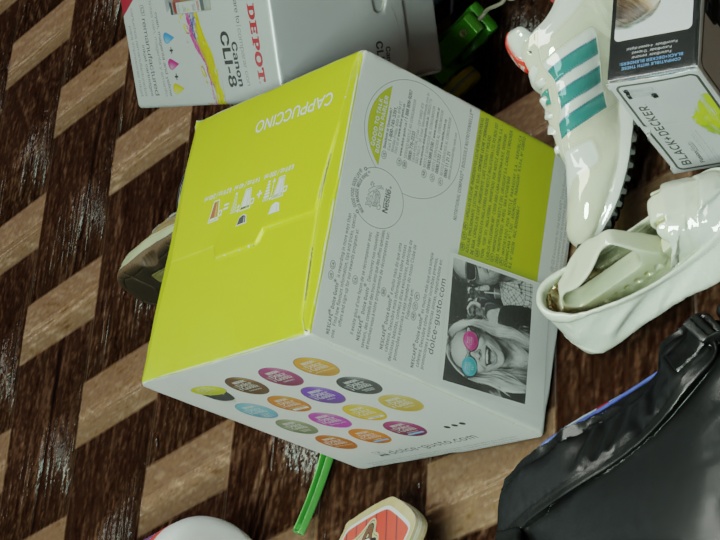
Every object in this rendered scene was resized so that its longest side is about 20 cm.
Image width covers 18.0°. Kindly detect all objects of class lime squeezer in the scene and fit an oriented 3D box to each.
[{"bbox_3d":[-0.027,0.086,1.635,0.038,0.071,0.201,-2,98,39],"label":"lime squeezer"}]

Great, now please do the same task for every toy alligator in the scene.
[{"bbox_3d":[0.068,-0.161,1.664,0.200,0.059,0.054,-44,-4,33],"label":"toy alligator"}]

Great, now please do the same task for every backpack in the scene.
[{"bbox_3d":[0.165,0.148,1.212,0.190,0.154,0.201,-23,45,38],"label":"backpack"}]

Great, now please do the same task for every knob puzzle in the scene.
[{"bbox_3d":[-0.017,0.228,1.498,0.220,0.030,0.220,-59,14,25],"label":"knob puzzle"}]

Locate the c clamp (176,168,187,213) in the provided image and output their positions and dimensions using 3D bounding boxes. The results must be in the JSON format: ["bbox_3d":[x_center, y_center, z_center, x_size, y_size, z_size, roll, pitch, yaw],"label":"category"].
[{"bbox_3d":[-0.080,-0.002,1.745,0.170,0.027,0.201,-10,79,40],"label":"c clamp"}]

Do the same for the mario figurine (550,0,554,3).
[{"bbox_3d":[0.167,-0.271,1.524,0.106,0.123,0.201,19,81,46],"label":"mario figurine"}]

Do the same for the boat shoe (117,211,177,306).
[{"bbox_3d":[-0.131,-0.031,1.869,0.200,0.072,0.076,-16,41,50],"label":"boat shoe"}]

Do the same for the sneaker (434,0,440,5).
[{"bbox_3d":[0.056,-0.269,1.752,0.086,0.075,0.200,-30,37,8],"label":"sneaker"}]

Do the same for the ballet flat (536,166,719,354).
[{"bbox_3d":[0.182,-0.015,1.376,0.200,0.069,0.070,-39,40,37],"label":"ballet flat"}]

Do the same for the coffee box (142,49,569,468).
[{"bbox_3d":[0.000,0.000,1.515,0.199,0.197,0.201,-18,56,51],"label":"coffee box"}]

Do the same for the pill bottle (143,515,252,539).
[{"bbox_3d":[-0.157,0.260,1.663,0.200,0.112,0.113,-33,44,43],"label":"pill bottle"}]

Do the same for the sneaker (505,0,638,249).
[{"bbox_3d":[0.135,-0.114,1.455,0.070,0.093,0.201,55,-136,-82],"label":"sneaker"}]

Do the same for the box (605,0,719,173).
[{"bbox_3d":[0.204,-0.175,1.393,0.060,0.117,0.201,-7,60,28],"label":"box"}]

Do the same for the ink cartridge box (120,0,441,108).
[{"bbox_3d":[-0.062,-0.199,1.628,0.200,0.144,0.146,3,104,53],"label":"ink cartridge box"}]
